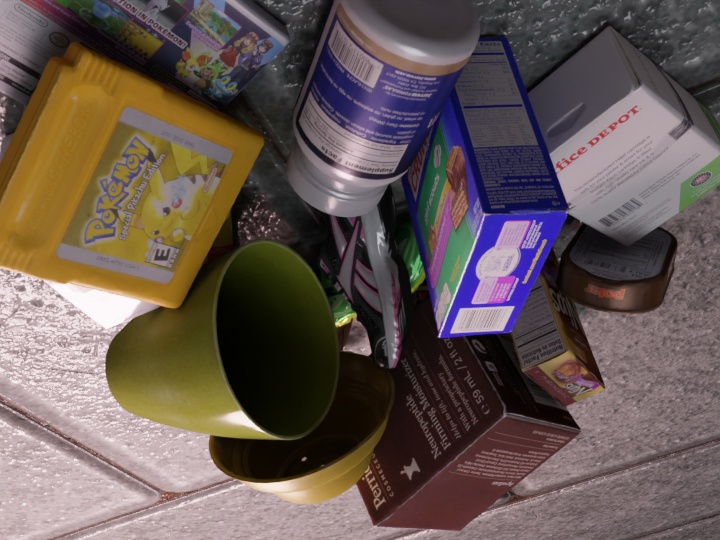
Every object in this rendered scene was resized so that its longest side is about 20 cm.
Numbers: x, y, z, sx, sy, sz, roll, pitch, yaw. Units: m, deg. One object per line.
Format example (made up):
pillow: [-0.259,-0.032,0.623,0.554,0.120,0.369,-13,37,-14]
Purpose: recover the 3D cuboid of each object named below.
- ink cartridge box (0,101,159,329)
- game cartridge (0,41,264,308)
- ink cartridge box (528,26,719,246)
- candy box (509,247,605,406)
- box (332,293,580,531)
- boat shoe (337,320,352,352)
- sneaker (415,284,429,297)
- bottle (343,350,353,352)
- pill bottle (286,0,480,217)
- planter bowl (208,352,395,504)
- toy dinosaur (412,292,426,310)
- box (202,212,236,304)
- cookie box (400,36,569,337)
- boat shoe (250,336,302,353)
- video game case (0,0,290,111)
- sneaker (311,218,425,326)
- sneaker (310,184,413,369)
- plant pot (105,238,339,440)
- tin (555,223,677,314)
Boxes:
ink cartridge box: [-0.256,-0.051,0.766,0.067,0.117,0.201,-20,143,12]
game cartridge: [-0.188,-0.065,0.697,0.199,0.032,0.178,17,105,-52]
ink cartridge box: [0.250,-0.121,0.844,0.198,0.085,0.145,22,133,-39]
candy box: [0.191,0.032,0.937,0.056,0.203,0.116,-26,143,21]
box: [0.097,0.161,0.962,0.200,0.167,0.163,-45,142,22]
boat shoe: [-0.078,0.118,1.023,0.068,0.201,0.075,24,153,17]
sneaker: [0.065,0.094,1.085,0.076,0.086,0.201,-4,142,-11]
bottle: [-0.104,0.127,1.099,0.196,0.066,0.084,0,139,-16]
pill bottle: [0.008,-0.143,0.717,0.114,0.117,0.201,4,142,-22]
planter bowl: [-0.049,0.176,0.892,0.197,0.201,0.085,-15,116,5]
toy dinosaur: [0.084,0.046,0.988,0.100,0.058,0.202,20,109,-31]
box: [-0.162,-0.037,0.870,0.074,0.051,0.201,-4,144,-9]
cookie box: [0.098,-0.073,0.766,0.074,0.202,0.172,-2,143,-11]
boat shoe: [-0.128,0.080,0.990,0.198,0.073,0.066,-7,151,27]
video game case: [-0.185,-0.178,0.681,0.181,0.023,0.199,-38,137,23]
sneaker: [-0.003,0.005,0.954,0.199,0.075,0.083,-33,144,27]
sneaker: [0.000,0.000,0.892,0.085,0.204,0.080,-8,-175,17]
plant pot: [-0.153,0.084,0.867,0.198,0.190,0.187,-15,148,32]
tin: [0.278,-0.010,0.933,0.110,0.200,0.043,17,117,20]
